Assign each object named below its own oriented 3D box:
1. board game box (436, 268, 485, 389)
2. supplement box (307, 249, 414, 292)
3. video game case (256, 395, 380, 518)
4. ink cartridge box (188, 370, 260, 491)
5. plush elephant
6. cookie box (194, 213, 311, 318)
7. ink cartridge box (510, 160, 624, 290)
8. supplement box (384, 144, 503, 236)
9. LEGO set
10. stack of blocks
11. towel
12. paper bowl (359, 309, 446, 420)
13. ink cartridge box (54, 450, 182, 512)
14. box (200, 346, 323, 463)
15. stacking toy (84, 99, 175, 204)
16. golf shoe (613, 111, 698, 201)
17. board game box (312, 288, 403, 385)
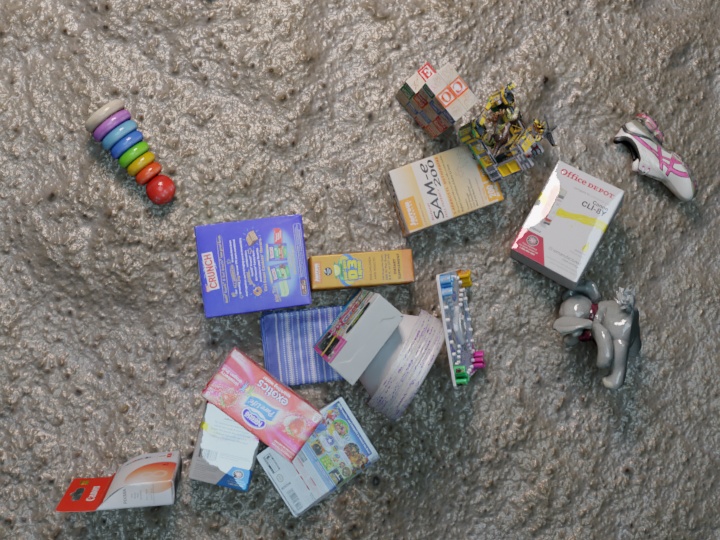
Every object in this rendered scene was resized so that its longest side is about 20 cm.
[{"bbox_3d":[0.190,0.101,1.491,0.025,0.200,0.203,-9,90,19],"label":"board game box"},{"bbox_3d":[0.000,0.000,1.531,0.197,0.069,0.068,-5,87,-5],"label":"supplement box"},{"bbox_3d":[-0.081,0.356,1.538,0.199,0.018,0.144,-33,93,-6],"label":"video game case"},{"bbox_3d":[-0.239,0.292,1.493,0.114,0.067,0.203,15,87,-8],"label":"ink cartridge box"},{"bbox_3d":[0.450,0.107,1.554,0.165,0.153,0.202,-46,136,-43],"label":"plush elephant"},{"bbox_3d":[-0.200,-0.010,1.500,0.197,0.075,0.174,-7,90,-8],"label":"cookie box"},{"bbox_3d":[0.398,-0.088,1.554,0.144,0.083,0.202,29,85,17],"label":"ink cartridge box"},{"bbox_3d":[0.159,-0.159,1.550,0.197,0.074,0.128,-21,91,-7],"label":"supplement box"},{"bbox_3d":[0.288,-0.266,1.501,0.200,0.115,0.155,-39,103,-41],"label":"LEGO set"},{"bbox_3d":[0.137,-0.319,1.486,0.058,0.200,0.115,-41,95,-6],"label":"stack of blocks"},{"bbox_3d":[-0.088,0.143,1.538,0.197,0.024,0.147,-6,91,-8],"label":"towel"},{"bbox_3d":[0.069,0.161,1.467,0.104,0.201,0.202,31,85,2],"label":"paper bowl"},{"bbox_3d":[-0.421,0.369,1.421,0.197,0.162,0.051,0,96,-8],"label":"ink cartridge box"},{"bbox_3d":[-0.174,0.236,1.422,0.199,0.095,0.103,38,83,-5],"label":"box"},{"bbox_3d":[-0.412,-0.211,1.480,0.085,0.085,0.201,-39,100,-6],"label":"stacking toy"},{"bbox_3d":[0.589,-0.213,1.612,0.092,0.073,0.201,-36,84,0],"label":"golf shoe"},{"bbox_3d":[-0.008,0.113,1.442,0.064,0.200,0.148,39,84,-8],"label":"board game box"}]
